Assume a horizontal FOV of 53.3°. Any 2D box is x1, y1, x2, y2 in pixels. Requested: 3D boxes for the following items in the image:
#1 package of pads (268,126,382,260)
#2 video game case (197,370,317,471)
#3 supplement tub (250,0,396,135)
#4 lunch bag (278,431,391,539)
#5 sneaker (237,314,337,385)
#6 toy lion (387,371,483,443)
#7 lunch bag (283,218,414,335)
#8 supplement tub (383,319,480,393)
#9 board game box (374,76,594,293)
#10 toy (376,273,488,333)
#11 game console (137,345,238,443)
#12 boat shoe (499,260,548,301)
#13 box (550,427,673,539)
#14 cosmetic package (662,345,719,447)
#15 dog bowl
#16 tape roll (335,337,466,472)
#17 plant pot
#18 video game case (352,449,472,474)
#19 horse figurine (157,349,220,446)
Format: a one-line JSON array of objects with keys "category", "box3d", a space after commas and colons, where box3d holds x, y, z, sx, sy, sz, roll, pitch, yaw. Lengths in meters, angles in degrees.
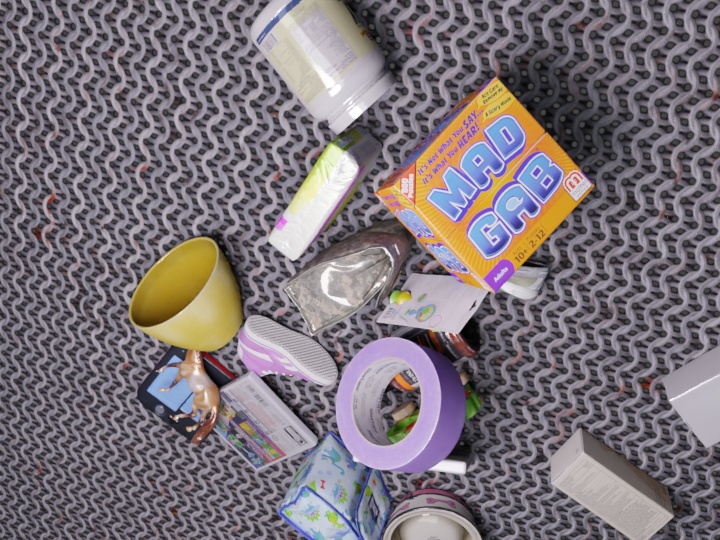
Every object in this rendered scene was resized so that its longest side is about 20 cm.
[{"category": "package of pads", "box3d": [-0.053, -0.127, 1.151, 0.068, 0.155, 0.201, 38, 117, -1]}, {"category": "video game case", "box3d": [-0.210, 0.303, 1.422, 0.181, 0.023, 0.201, -30, 111, 32]}, {"category": "supplement tub", "box3d": [-0.053, -0.321, 1.073, 0.144, 0.145, 0.201, -36, 100, 25]}, {"category": "lunch bag", "box3d": [-0.033, 0.444, 1.380, 0.200, 0.170, 0.127, 42, 120, -5]}, {"category": "sneaker", "box3d": [-0.142, 0.173, 1.357, 0.199, 0.073, 0.115, 32, 127, 3]}, {"category": "toy lion", "box3d": [0.124, 0.259, 1.243, 0.199, 0.191, 0.069, -33, 88, 25]}, {"category": "lunch bag", "box3d": [0.000, 0.000, 1.185, 0.198, 0.164, 0.119, -29, 98, 24]}, {"category": "supplement tub", "box3d": [0.104, 0.141, 1.251, 0.199, 0.107, 0.108, -33, 101, 24]}, {"category": "board game box", "box3d": [0.167, -0.116, 1.034, 0.200, 0.200, 0.200, 45, 88, -7]}, {"category": "toy", "box3d": [0.126, 0.061, 1.161, 0.198, 0.116, 0.047, 7, 140, 51]}, {"category": "game console", "box3d": [-0.346, 0.248, 1.455, 0.176, 0.031, 0.200, 41, 117, -5]}, {"category": "boat shoe", "box3d": [0.209, -0.017, 1.178, 0.199, 0.075, 0.066, 25, 108, 1]}, {"category": "box", "box3d": [0.445, 0.385, 1.281, 0.199, 0.078, 0.095, 36, 117, -2]}, {"category": "cosmetic package", "box3d": [0.606, 0.182, 1.153, 0.199, 0.081, 0.113, -36, 100, 26]}, {"category": "dog bowl", "box3d": [0.141, 0.518, 1.409, 0.196, 0.074, 0.204, 2, 115, 5]}, {"category": "tape roll", "box3d": [0.062, 0.213, 1.135, 0.197, 0.084, 0.204, -13, 68, 34]}, {"category": "plant pot", "box3d": [-0.293, 0.062, 1.293, 0.197, 0.202, 0.142, -21, 131, 22]}, {"category": "video game case", "box3d": [0.100, 0.338, 1.303, 0.196, 0.182, 0.024, 3, 82, 13]}, {"category": "horse figurine", "box3d": [-0.323, 0.229, 1.381, 0.132, 0.050, 0.202, -34, 77, 22]}]
